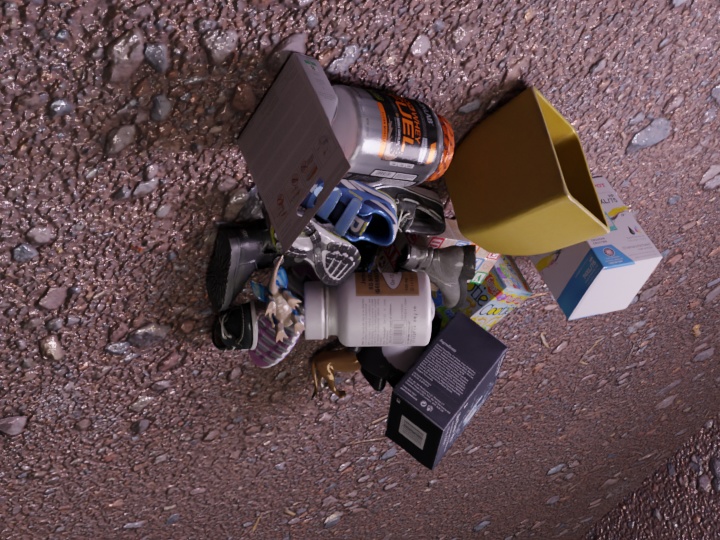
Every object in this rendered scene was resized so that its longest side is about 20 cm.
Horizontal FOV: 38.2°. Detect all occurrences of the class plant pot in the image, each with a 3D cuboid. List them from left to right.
[{"bbox_3d":[0.247,-0.132,1.640,0.197,0.199,0.193,-24,153,25],"label":"plant pot"}]

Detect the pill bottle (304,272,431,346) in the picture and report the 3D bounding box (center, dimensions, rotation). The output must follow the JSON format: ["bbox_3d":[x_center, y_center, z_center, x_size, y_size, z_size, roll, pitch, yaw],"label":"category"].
[{"bbox_3d":[0.010,0.061,1.629,0.195,0.116,0.115,-1,146,-2],"label":"pill bottle"}]

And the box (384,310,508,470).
[{"bbox_3d":[0.149,0.214,1.837,0.200,0.117,0.198,-48,162,-25],"label":"box"}]

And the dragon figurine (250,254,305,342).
[{"bbox_3d":[-0.128,0.036,1.566,0.058,0.100,0.202,-24,136,-8],"label":"dragon figurine"}]

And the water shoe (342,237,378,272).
[{"bbox_3d":[0.000,0.000,1.724,0.070,0.080,0.202,-12,145,-26],"label":"water shoe"}]

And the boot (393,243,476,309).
[{"bbox_3d":[0.116,0.002,1.717,0.128,0.069,0.201,3,157,-1],"label":"boot"}]

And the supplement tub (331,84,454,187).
[{"bbox_3d":[0.030,-0.182,1.438,0.197,0.124,0.123,2,138,-42],"label":"supplement tub"}]

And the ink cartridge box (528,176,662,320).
[{"bbox_3d":[0.408,-0.043,1.878,0.144,0.202,0.147,-9,144,-29],"label":"ink cartridge box"}]

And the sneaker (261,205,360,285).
[{"bbox_3d":[-0.071,-0.047,1.534,0.074,0.081,0.200,-43,138,7],"label":"sneaker"}]

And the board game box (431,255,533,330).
[{"bbox_3d":[0.202,0.055,1.934,0.200,0.106,0.102,-42,150,25],"label":"board game box"}]

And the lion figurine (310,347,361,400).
[{"bbox_3d":[-0.026,0.168,1.957,0.197,0.073,0.124,-24,122,5],"label":"lion figurine"}]

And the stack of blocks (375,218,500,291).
[{"bbox_3d":[0.138,-0.027,1.791,0.197,0.059,0.116,7,130,-36],"label":"stack of blocks"}]

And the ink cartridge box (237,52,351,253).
[{"bbox_3d":[-0.076,-0.148,1.324,0.049,0.202,0.161,4,138,-42],"label":"ink cartridge box"}]

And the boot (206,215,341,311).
[{"bbox_3d":[-0.132,-0.015,1.618,0.197,0.066,0.166,-14,149,-31],"label":"boot"}]

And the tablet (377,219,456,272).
[{"bbox_3d":[0.130,-0.030,1.853,0.198,0.014,0.130,-32,149,3],"label":"tablet"}]

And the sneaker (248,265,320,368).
[{"bbox_3d":[-0.109,0.077,1.728,0.202,0.080,0.088,-55,158,8],"label":"sneaker"}]

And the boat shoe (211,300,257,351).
[{"bbox_3d":[-0.201,0.095,1.657,0.059,0.077,0.200,-1,163,-14],"label":"boat shoe"}]

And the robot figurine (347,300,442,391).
[{"bbox_3d":[0.061,0.113,1.835,0.150,0.123,0.203,-36,145,-61],"label":"robot figurine"}]

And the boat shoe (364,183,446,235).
[{"bbox_3d":[0.065,-0.097,1.640,0.197,0.072,0.072,4,138,-38],"label":"boat shoe"}]

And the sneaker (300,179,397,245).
[{"bbox_3d":[-0.024,-0.095,1.529,0.197,0.083,0.074,19,125,-25],"label":"sneaker"}]
